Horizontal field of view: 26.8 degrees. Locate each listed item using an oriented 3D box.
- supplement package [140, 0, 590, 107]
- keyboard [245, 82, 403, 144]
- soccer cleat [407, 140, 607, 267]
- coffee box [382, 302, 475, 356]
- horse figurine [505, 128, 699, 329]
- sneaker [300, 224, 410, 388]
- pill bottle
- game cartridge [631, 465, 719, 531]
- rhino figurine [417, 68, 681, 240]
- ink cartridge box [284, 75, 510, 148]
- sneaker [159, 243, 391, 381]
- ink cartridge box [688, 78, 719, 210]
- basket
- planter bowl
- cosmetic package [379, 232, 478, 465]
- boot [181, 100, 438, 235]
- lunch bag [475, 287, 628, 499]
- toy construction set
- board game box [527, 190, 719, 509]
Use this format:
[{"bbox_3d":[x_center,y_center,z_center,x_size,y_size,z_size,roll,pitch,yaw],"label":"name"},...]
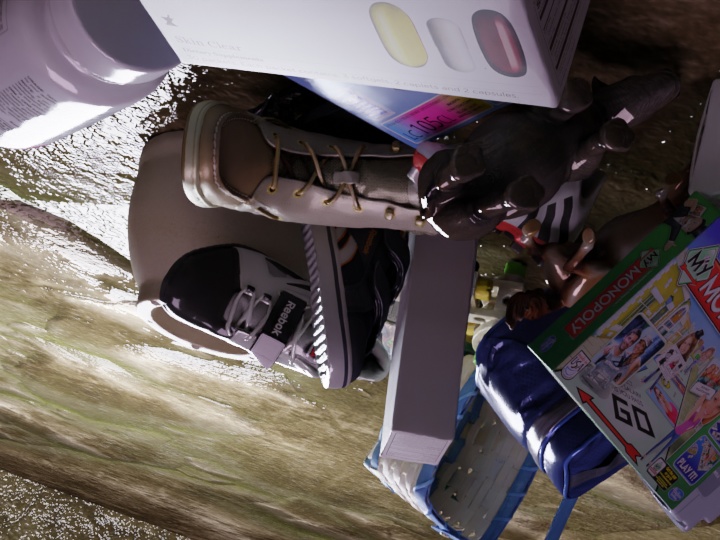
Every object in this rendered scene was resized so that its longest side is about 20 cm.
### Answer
[{"bbox_3d":[0.007,-0.178,0.702,0.200,0.156,0.111,9,157,22],"label":"supplement package"},{"bbox_3d":[-0.023,-0.111,1.077,0.104,0.040,0.200,14,168,-24],"label":"keyboard"},{"bbox_3d":[0.099,-0.061,0.979,0.069,0.085,0.200,43,-169,32],"label":"soccer cleat"},{"bbox_3d":[0.082,0.072,1.422,0.200,0.044,0.123,19,158,-5],"label":"coffee box"},{"bbox_3d":[0.177,-0.019,1.007,0.050,0.200,0.133,58,177,28],"label":"horse figurine"},{"bbox_3d":[0.000,0.000,1.109,0.079,0.200,0.078,0,138,-7],"label":"sneaker"},{"bbox_3d":[-0.190,-0.152,0.987,0.113,0.113,0.200,30,157,-29],"label":"pill bottle"},{"bbox_3d":[0.235,0.089,1.026,0.200,0.133,0.040,51,-179,-44],"label":"game cartridge"},{"bbox_3d":[0.114,-0.076,0.877,0.060,0.200,0.087,60,152,0],"label":"rhino figurine"},{"bbox_3d":[-0.005,-0.160,0.874,0.200,0.076,0.136,28,157,-21],"label":"ink cartridge box"},{"bbox_3d":[-0.056,0.038,1.151,0.200,0.074,0.089,18,-168,-36],"label":"sneaker"},{"bbox_3d":[0.305,-0.033,0.929,0.146,0.085,0.200,4,157,34],"label":"ink cartridge box"},{"bbox_3d":[0.119,0.160,1.330,0.200,0.176,0.139,18,163,50],"label":"basket"},{"bbox_3d":[-0.109,-0.008,1.253,0.200,0.135,0.200,15,159,6],"label":"planter bowl"},{"bbox_3d":[0.054,0.039,1.141,0.051,0.200,0.083,10,160,-4],"label":"cosmetic package"},{"bbox_3d":[-0.023,-0.065,1.009,0.155,0.072,0.200,8,177,17],"label":"boot"},{"bbox_3d":[0.198,0.070,1.107,0.132,0.200,0.136,54,172,21],"label":"lunch bag"},{"bbox_3d":[0.061,0.033,1.277,0.200,0.092,0.131,-4,157,8],"label":"toy construction set"},{"bbox_3d":[0.199,0.056,0.934,0.200,0.135,0.029,45,-178,-45],"label":"board game box"}]
